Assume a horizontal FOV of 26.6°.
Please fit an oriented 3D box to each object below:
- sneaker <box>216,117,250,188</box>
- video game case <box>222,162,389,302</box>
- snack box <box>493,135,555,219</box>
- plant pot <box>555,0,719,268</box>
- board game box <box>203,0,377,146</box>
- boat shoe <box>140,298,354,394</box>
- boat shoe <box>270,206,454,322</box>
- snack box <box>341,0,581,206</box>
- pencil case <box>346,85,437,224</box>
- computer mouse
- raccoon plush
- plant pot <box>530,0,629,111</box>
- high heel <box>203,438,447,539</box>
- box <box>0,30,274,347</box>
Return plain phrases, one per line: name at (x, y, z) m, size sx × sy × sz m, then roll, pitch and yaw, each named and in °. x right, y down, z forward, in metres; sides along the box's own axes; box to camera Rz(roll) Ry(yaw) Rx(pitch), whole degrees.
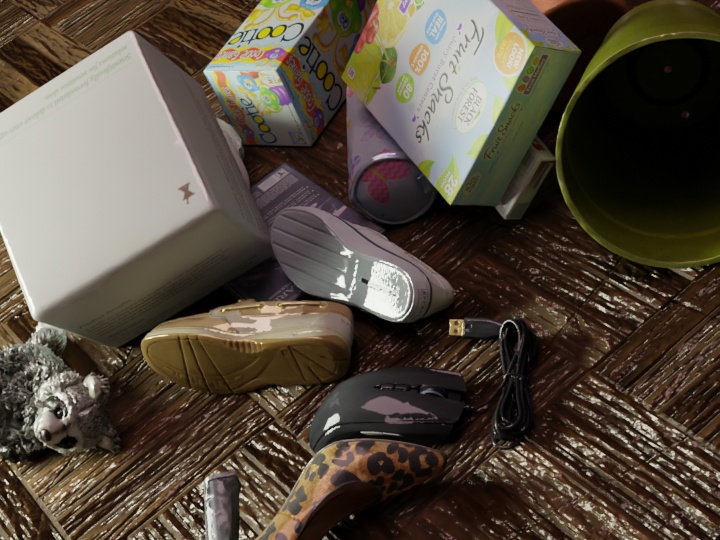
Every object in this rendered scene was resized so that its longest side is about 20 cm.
sneaker at (-0.151, -0.124, 1.592) m, size 0.078 × 0.099 × 0.200 m, roll -58°, pitch 43°, yaw 18°
video game case at (-0.079, -0.028, 1.490) m, size 0.142 × 0.019 × 0.200 m, roll -37°, pitch 38°, yaw -13°
snack box at (0.106, -0.141, 1.416) m, size 0.024 × 0.072 × 0.201 m, roll -3°, pitch 45°, yaw -37°
plant pot at (0.265, -0.137, 1.283) m, size 0.198 × 0.202 × 0.194 m, roll -14°, pitch 25°, yaw 16°
board game box at (-0.064, -0.240, 1.666) m, size 0.102 × 0.106 × 0.201 m, roll 5°, pitch 47°, yaw 35°
boat shoe at (-0.096, 0.061, 1.352) m, size 0.197 × 0.074 × 0.070 m, roll 0°, pitch 40°, yaw 18°
boat shoe at (0.000, 0.000, 1.371) m, size 0.066 × 0.074 × 0.199 m, roll 3°, pitch 22°, yaw -45°
snack box at (0.085, -0.185, 1.370) m, size 0.067 × 0.170 × 0.200 m, roll -2°, pitch 40°, yaw -41°
pencil case at (0.031, -0.133, 1.494) m, size 0.089 × 0.084 × 0.201 m, roll -5°, pitch 39°, yaw 4°
computer mouse at (0.049, 0.085, 1.246) m, size 0.197 × 0.046 × 0.141 m, roll -7°, pitch 42°, yaw 25°
raccoon plush at (-0.270, 0.094, 1.404) m, size 0.132 × 0.098 × 0.201 m, roll -6°, pitch 40°, yaw 14°
plant pot at (0.172, -0.250, 1.474) m, size 0.198 × 0.201 × 0.141 m, roll -26°, pitch 52°, yaw 0°
high heel at (-0.023, 0.207, 1.145) m, size 0.197 × 0.072 × 0.144 m, roll -13°, pitch 54°, yaw 8°
box at (-0.221, -0.069, 1.415) m, size 0.197 × 0.171 × 0.202 m, roll -29°, pitch 73°, yaw 9°
